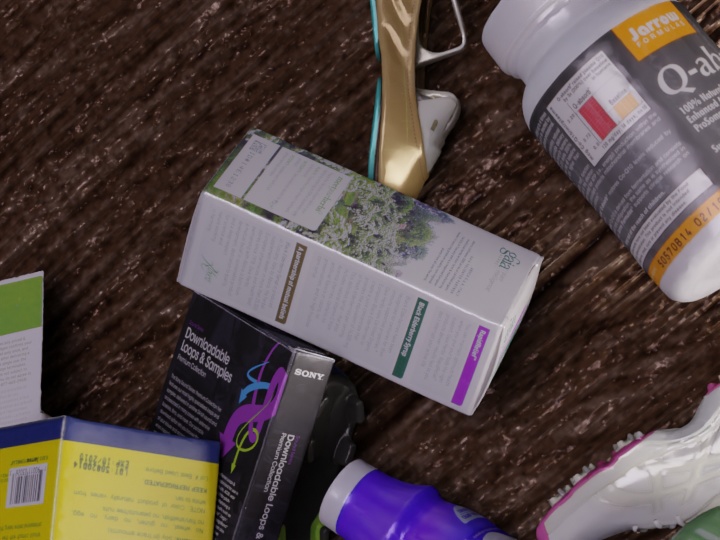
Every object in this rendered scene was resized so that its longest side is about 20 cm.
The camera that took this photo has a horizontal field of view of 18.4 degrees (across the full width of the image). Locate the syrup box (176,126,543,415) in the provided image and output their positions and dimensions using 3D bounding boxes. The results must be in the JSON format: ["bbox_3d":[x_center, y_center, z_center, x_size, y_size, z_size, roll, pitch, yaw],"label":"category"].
[{"bbox_3d":[0.000,0.000,1.340,0.199,0.079,0.082,25,131,7],"label":"syrup box"}]

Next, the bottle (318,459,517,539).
[{"bbox_3d":[0.068,0.183,1.335,0.200,0.083,0.065,31,96,21],"label":"bottle"}]

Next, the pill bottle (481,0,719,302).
[{"bbox_3d":[0.167,-0.089,1.300,0.116,0.116,0.200,-42,74,13],"label":"pill bottle"}]

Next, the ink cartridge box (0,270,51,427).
[{"bbox_3d":[-0.251,0.117,1.470,0.147,0.076,0.201,-13,63,20],"label":"ink cartridge box"}]

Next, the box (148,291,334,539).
[{"bbox_3d":[-0.090,0.126,1.376,0.143,0.036,0.201,28,102,57],"label":"box"}]

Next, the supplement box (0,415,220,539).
[{"bbox_3d":[-0.164,0.196,1.328,0.109,0.109,0.201,-14,67,55],"label":"supplement box"}]

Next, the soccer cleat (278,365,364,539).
[{"bbox_3d":[-0.058,0.147,1.408,0.084,0.065,0.201,30,103,50],"label":"soccer cleat"}]

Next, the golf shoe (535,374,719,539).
[{"bbox_3d":[0.196,0.124,1.297,0.200,0.075,0.092,-35,78,16],"label":"golf shoe"}]

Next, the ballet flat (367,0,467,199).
[{"bbox_3d":[0.035,-0.123,1.382,0.063,0.069,0.201,-1,87,6],"label":"ballet flat"}]

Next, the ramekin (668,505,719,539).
[{"bbox_3d":[0.200,0.226,1.225,0.098,0.200,0.201,31,97,28],"label":"ramekin"}]
